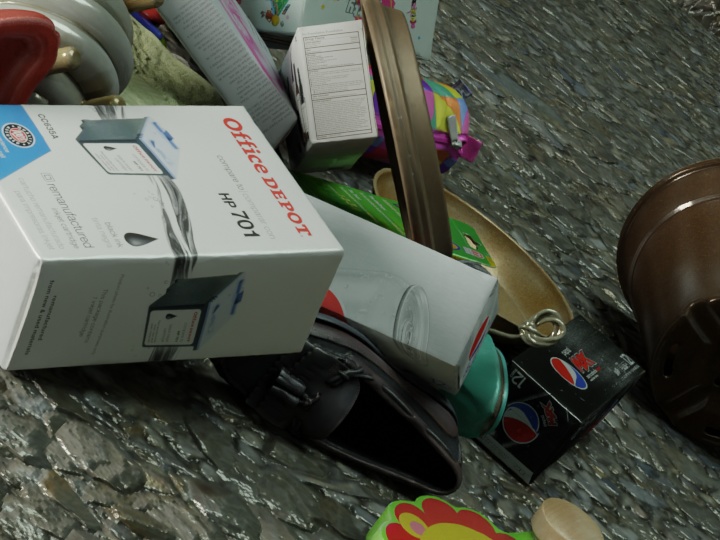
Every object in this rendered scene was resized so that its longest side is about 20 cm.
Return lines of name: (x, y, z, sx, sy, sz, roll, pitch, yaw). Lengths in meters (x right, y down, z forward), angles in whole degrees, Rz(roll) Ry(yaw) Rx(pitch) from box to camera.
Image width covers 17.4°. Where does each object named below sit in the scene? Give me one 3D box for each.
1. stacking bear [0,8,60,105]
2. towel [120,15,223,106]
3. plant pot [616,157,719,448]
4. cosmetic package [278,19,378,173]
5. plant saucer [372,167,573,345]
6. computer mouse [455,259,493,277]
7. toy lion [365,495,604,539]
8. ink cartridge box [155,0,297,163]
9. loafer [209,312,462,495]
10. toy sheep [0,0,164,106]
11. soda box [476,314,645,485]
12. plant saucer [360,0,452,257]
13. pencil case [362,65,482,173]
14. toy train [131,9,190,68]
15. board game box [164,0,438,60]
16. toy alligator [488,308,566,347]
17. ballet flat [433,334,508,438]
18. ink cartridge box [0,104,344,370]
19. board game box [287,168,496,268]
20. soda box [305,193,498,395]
stacking bear: (-0.290, -0.145, 1.409, 0.114, 0.122, 0.200, -5, 36, -45)
towel: (-0.199, -0.145, 1.609, 0.200, 0.037, 0.148, 44, 41, 9)
plant pot: (0.316, 0.036, 1.988, 0.200, 0.200, 0.198, 34, 27, -12)
cosmetic package: (-0.026, -0.120, 1.681, 0.050, 0.083, 0.200, -6, -4, -6)
plant saucer: (0.081, -0.003, 1.858, 0.200, 0.035, 0.200, 34, 19, -14)
computer mouse: (0.000, 0.000, 1.643, 0.199, 0.034, 0.059, 12, 34, -18)
toy lion: (0.097, 0.211, 1.379, 0.191, 0.069, 0.200, 0, 42, -51)
ink cartridge box: (-0.095, -0.162, 1.688, 0.200, 0.043, 0.196, 53, 5, -22)
loafer: (-0.008, 0.082, 1.460, 0.200, 0.072, 0.063, 28, 26, -36)
toy sheep: (-0.204, -0.139, 1.488, 0.138, 0.138, 0.200, 32, 54, -19)
soda box: (0.142, 0.091, 1.716, 0.071, 0.063, 0.200, 41, 19, 9)
plant saucer: (0.032, -0.088, 1.586, 0.200, 0.029, 0.201, -11, 90, -89)
pencil case: (0.015, -0.130, 1.956, 0.200, 0.088, 0.088, 7, 36, -53)
toy train: (-0.167, -0.163, 1.729, 0.200, 0.085, 0.116, 45, 3, 7)
board game box: (-0.059, -0.212, 1.871, 0.200, 0.064, 0.147, 11, 3, 45)
toy alligator: (0.034, 0.042, 1.572, 0.199, 0.060, 0.054, 1, -7, -7)
ballet flat: (0.055, 0.057, 1.645, 0.070, 0.067, 0.200, 24, 17, -12)
ink cartridge box: (-0.133, -0.022, 1.359, 0.200, 0.086, 0.147, -4, 42, -34)
board game box: (-0.003, -0.036, 1.706, 0.199, 0.030, 0.096, 14, 18, -14)
soda box: (-0.014, 0.004, 1.510, 0.200, 0.068, 0.063, 25, -17, 11)
